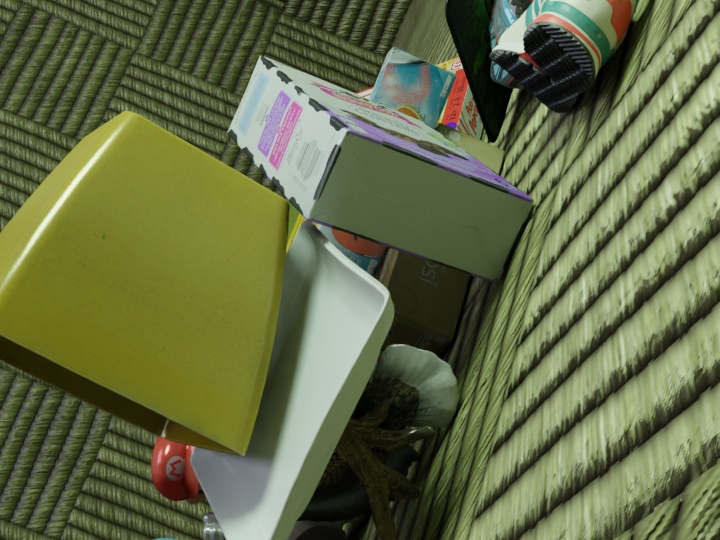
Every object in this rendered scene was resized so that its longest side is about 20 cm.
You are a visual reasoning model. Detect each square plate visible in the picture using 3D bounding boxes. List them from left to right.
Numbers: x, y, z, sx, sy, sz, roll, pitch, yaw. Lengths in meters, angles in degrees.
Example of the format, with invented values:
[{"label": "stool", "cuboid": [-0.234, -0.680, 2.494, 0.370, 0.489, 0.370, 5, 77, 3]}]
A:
[{"label": "square plate", "cuboid": [-0.047, 0.081, 0.903, 0.202, 0.028, 0.198, -64, 23, 6]}]

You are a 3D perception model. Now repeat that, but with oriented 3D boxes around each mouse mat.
[{"label": "mouse mat", "cuboid": [0.121, -0.236, 1.197, 0.162, 0.007, 0.202, 63, -144, -44]}]

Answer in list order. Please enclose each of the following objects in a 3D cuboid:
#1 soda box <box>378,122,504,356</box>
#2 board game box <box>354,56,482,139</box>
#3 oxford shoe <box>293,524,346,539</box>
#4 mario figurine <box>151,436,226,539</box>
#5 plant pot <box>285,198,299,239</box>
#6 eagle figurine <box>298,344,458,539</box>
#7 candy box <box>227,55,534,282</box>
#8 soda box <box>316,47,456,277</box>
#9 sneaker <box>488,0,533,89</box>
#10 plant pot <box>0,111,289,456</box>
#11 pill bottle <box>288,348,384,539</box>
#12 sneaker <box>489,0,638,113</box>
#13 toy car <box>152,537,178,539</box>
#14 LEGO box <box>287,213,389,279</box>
[{"label": "soda box", "cuboid": [0.062, -0.022, 1.147, 0.064, 0.067, 0.202, 121, 169, -58]}, {"label": "board game box", "cuboid": [0.035, -0.140, 1.414, 0.198, 0.046, 0.153, -16, 38, 30]}, {"label": "oxford shoe", "cuboid": [-0.061, 0.304, 1.115, 0.071, 0.070, 0.202, 176, 114, -89]}, {"label": "mario figurine", "cuboid": [-0.098, 0.177, 1.233, 0.106, 0.198, 0.124, -56, 47, 32]}, {"label": "plant pot", "cuboid": [-0.044, 0.006, 1.492, 0.200, 0.185, 0.189, -162, 94, -85]}, {"label": "eagle figurine", "cuboid": [-0.025, 0.124, 1.002, 0.200, 0.149, 0.154, 173, 109, -76]}, {"label": "candy box", "cuboid": [0.009, -0.080, 1.021, 0.072, 0.166, 0.200, -65, 30, 13]}, {"label": "soda box", "cuboid": [0.016, -0.090, 1.185, 0.068, 0.063, 0.202, -125, 56, -84]}, {"label": "sneaker", "cuboid": [0.138, -0.231, 1.166, 0.201, 0.078, 0.096, -74, 6, -50]}, {"label": "plant pot", "cuboid": [-0.159, 0.004, 0.954, 0.199, 0.199, 0.178, -7, 56, 66]}, {"label": "pill bottle", "cuboid": [-0.031, 0.150, 1.175, 0.113, 0.112, 0.202, 174, 117, -84]}, {"label": "sneaker", "cuboid": [0.151, -0.171, 0.932, 0.094, 0.070, 0.200, -51, 3, -2]}, {"label": "toy car", "cuboid": [-0.132, 0.357, 1.399, 0.199, 0.175, 0.187, -29, -44, -51]}, {"label": "LEGO box", "cuboid": [0.000, 0.000, 1.268, 0.077, 0.147, 0.202, -117, 50, -84]}]
